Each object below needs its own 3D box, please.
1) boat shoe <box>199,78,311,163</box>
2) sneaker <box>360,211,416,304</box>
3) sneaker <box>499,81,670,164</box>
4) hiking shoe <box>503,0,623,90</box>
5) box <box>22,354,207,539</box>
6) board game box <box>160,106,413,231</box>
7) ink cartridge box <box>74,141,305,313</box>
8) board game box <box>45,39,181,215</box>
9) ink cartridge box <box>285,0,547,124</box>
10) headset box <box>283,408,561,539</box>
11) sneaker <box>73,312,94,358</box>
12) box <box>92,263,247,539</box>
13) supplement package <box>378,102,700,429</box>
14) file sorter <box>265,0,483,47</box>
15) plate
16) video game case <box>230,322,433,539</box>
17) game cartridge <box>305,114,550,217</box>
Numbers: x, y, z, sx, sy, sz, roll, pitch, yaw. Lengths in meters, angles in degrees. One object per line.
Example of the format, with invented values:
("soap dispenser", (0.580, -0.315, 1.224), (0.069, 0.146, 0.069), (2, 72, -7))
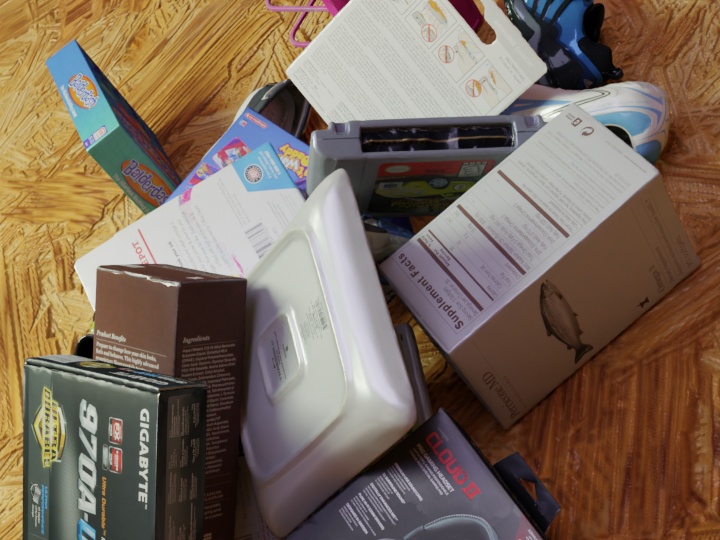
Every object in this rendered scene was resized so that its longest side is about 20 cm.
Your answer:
("boat shoe", (-0.107, -0.114, 1.245), (0.060, 0.075, 0.202), (-17, 46, 47))
("sneaker", (0.000, 0.000, 1.013), (0.076, 0.199, 0.086), (24, 98, 28))
("sneaker", (0.166, -0.117, 1.067), (0.198, 0.072, 0.073), (1, 65, 40))
("hiking shoe", (0.182, -0.232, 1.160), (0.086, 0.075, 0.202), (-17, 56, 12))
("box", (-0.176, 0.168, 0.880), (0.158, 0.046, 0.203), (7, 97, 42))
("board game box", (-0.070, -0.045, 1.142), (0.199, 0.045, 0.135), (35, 77, 27))
("ink cartridge box", (-0.130, -0.004, 1.071), (0.198, 0.068, 0.116), (-31, 59, -3))
("board game box", (-0.248, -0.136, 1.312), (0.045, 0.152, 0.201), (-36, 43, 1))
("ink cartridge box", (0.050, -0.176, 1.087), (0.200, 0.161, 0.050), (-40, -1, 33))
("headset box", (0.045, 0.206, 0.844), (0.199, 0.077, 0.149), (-39, 61, 2))
("sneaker", (-0.204, 0.067, 1.065), (0.071, 0.083, 0.201), (-30, 42, 8))
("box", (-0.145, 0.100, 0.928), (0.099, 0.074, 0.203), (10, 100, 42))
("supplement package", (0.136, -0.003, 0.954), (0.199, 0.117, 0.117), (-40, 44, 0))
("file sorter", (-0.002, -0.266, 1.217), (0.124, 0.200, 0.140), (13, 62, 44))
("plate", (-0.046, 0.061, 0.896), (0.200, 0.032, 0.202), (-46, 50, 43))
("video game case", (-0.025, 0.158, 0.944), (0.180, 0.022, 0.202), (-18, 63, 11))
("game cartridge", (0.055, -0.083, 1.032), (0.197, 0.133, 0.042), (-3, 75, -6))
